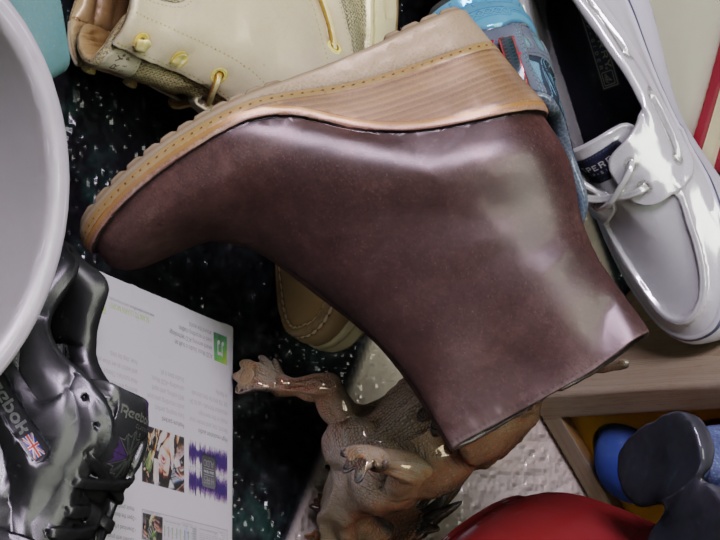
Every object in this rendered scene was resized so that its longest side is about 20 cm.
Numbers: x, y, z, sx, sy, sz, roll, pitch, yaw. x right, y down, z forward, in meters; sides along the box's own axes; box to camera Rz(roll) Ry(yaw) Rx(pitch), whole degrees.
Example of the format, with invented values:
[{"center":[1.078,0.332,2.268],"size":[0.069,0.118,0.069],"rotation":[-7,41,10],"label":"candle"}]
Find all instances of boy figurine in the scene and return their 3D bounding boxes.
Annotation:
[{"center":[0.211,0.103,1.032],"size":[0.200,0.064,0.125],"rotation":[1,60,-33],"label":"boy figurine"}]

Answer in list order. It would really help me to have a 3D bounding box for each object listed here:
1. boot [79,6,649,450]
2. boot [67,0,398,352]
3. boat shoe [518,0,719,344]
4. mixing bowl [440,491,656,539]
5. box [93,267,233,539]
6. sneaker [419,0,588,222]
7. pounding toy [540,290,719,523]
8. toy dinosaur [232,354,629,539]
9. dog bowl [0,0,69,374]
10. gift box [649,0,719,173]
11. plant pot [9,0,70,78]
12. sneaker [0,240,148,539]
[{"center":[0.000,0.000,0.963],"size":[0.200,0.072,0.167],"rotation":[-26,81,0],"label":"boot"},{"center":[-0.057,-0.069,1.048],"size":[0.155,0.073,0.201],"rotation":[11,76,-38],"label":"boot"},{"center":[0.123,-0.055,1.116],"size":[0.065,0.074,0.200],"rotation":[-14,78,-52],"label":"boat shoe"},{"center":[0.078,0.176,1.075],"size":[0.200,0.200,0.108],"rotation":[-23,60,-38],"label":"mixing bowl"},{"center":[-0.098,0.108,0.969],"size":[0.144,0.036,0.201],"rotation":[29,57,-64],"label":"box"},{"center":[0.063,-0.027,1.088],"size":[0.079,0.096,0.200],"rotation":[-18,131,-9],"label":"sneaker"},{"center":[0.208,0.121,1.165],"size":[0.142,0.184,0.200],"rotation":[-42,110,-33],"label":"pounding toy"},{"center":[0.036,0.075,1.055],"size":[0.136,0.200,0.086],"rotation":[42,24,-53],"label":"toy dinosaur"},{"center":[-0.181,-0.028,0.782],"size":[0.200,0.059,0.201],"rotation":[-10,104,-47],"label":"dog bowl"},{"center":[0.240,-0.127,1.165],"size":[0.200,0.184,0.187],"rotation":[9,100,-63],"label":"gift box"},{"center":[-0.221,-0.107,0.886],"size":[0.200,0.141,0.142],"rotation":[-12,93,-44],"label":"plant pot"},{"center":[-0.119,0.080,0.863],"size":[0.076,0.087,0.200],"rotation":[42,31,-66],"label":"sneaker"}]
